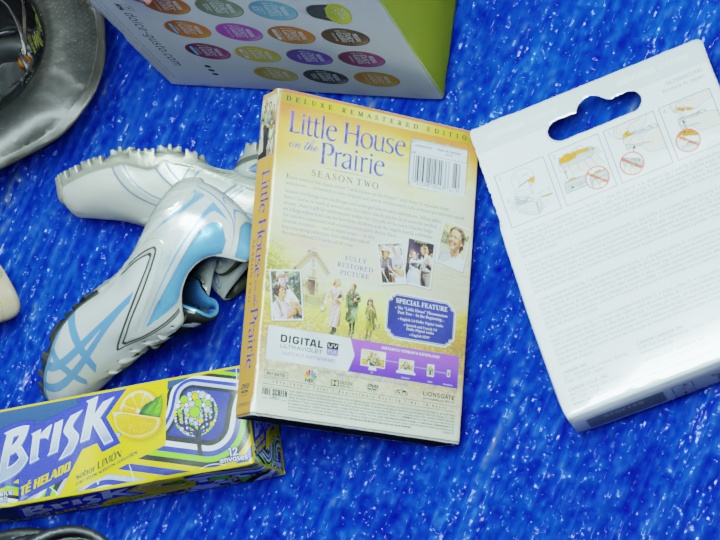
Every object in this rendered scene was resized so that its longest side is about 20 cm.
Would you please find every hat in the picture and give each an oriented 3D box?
[{"bbox_3d":[-0.265,-0.137,1.323,0.199,0.081,0.202,0,73,2],"label":"hat"}]

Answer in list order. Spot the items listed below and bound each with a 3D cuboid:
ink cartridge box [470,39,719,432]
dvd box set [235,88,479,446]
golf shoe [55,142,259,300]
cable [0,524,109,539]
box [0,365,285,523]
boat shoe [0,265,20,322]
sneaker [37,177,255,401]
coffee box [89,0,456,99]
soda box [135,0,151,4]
[{"bbox_3d":[0.171,-0.021,1.203,0.161,0.050,0.201,-22,66,10],"label":"ink cartridge box"},{"bbox_3d":[0.000,0.000,1.201,0.146,0.029,0.201,9,78,-27],"label":"dvd box set"},{"bbox_3d":[-0.105,-0.031,1.261,0.199,0.078,0.098,0,84,16],"label":"golf shoe"},{"bbox_3d":[-0.225,0.218,1.203,0.199,0.163,0.051,-6,113,1],"label":"cable"},{"bbox_3d":[-0.154,0.112,1.242,0.199,0.070,0.065,-12,75,12],"label":"box"},{"bbox_3d":[-0.292,-0.036,1.320,0.065,0.072,0.200,-18,57,-27],"label":"boat shoe"},{"bbox_3d":[-0.137,0.028,1.230,0.072,0.072,0.200,44,121,5],"label":"sneaker"},{"bbox_3d":[-0.045,-0.236,1.221,0.196,0.200,0.201,5,78,16],"label":"coffee box"},{"bbox_3d":[-0.102,-0.254,1.097,0.063,0.068,0.201,31,88,19],"label":"soda box"}]
